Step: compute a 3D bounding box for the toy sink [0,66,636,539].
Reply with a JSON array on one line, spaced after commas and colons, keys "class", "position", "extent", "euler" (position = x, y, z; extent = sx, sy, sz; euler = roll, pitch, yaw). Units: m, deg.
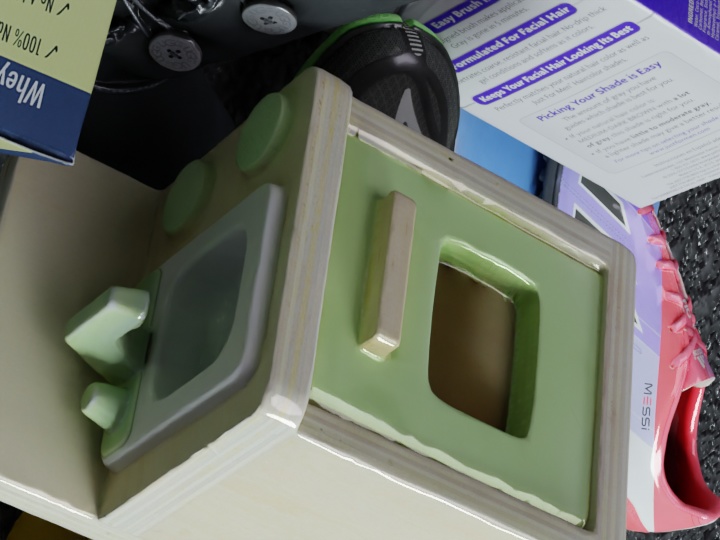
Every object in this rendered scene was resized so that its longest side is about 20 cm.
[{"class": "toy sink", "position": [-0.016, 0.026, 0.709], "extent": [0.199, 0.112, 0.131], "euler": [27, 51, -25]}]

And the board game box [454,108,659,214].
[{"class": "board game box", "position": [0.080, -0.060, 0.999], "extent": [0.200, 0.039, 0.160], "euler": [30, 71, -55]}]

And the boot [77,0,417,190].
[{"class": "boot", "position": [-0.030, -0.086, 0.726], "extent": [0.164, 0.199, 0.066], "euler": [27, 49, -49]}]

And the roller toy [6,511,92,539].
[{"class": "roller toy", "position": [-0.064, 0.186, 0.769], "extent": [0.139, 0.181, 0.202], "euler": [10, 92, -49]}]

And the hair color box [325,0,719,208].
[{"class": "hair color box", "position": [0.084, -0.102, 0.861], "extent": [0.199, 0.109, 0.065], "euler": [25, 59, -35]}]

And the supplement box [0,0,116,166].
[{"class": "supplement box", "position": [-0.164, -0.157, 0.605], "extent": [0.199, 0.133, 0.202], "euler": [21, 82, -49]}]

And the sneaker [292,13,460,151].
[{"class": "sneaker", "position": [0.000, 0.000, 0.841], "extent": [0.076, 0.084, 0.202], "euler": [4, 112, -22]}]

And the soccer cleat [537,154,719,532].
[{"class": "soccer cleat", "position": [0.124, 0.019, 0.973], "extent": [0.068, 0.073, 0.202], "euler": [-19, 109, -53]}]
